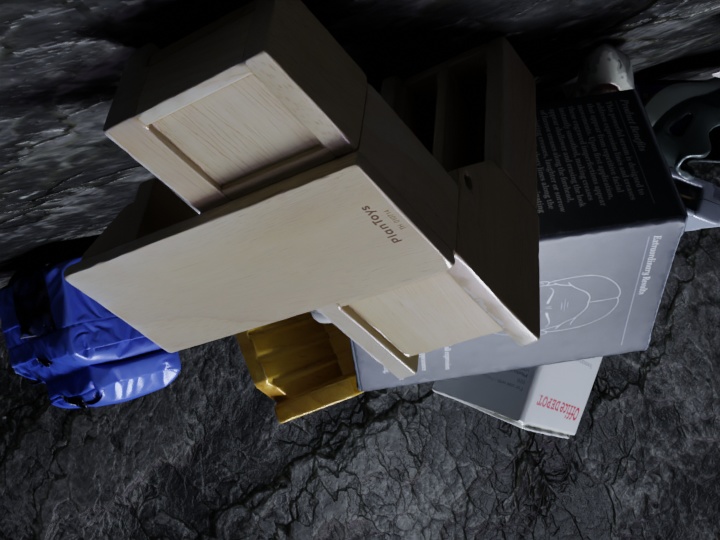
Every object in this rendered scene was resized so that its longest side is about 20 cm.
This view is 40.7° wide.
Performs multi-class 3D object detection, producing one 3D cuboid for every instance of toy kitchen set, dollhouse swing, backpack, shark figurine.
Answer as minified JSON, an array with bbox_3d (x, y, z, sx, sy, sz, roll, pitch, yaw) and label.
[{"bbox_3d":[-0.032,-0.064,0.470,0.163,0.181,0.200,-18,137,31],"label":"toy kitchen set"},{"bbox_3d":[0.000,0.000,0.852,0.176,0.200,0.182,-22,176,25],"label":"dollhouse swing"},{"bbox_3d":[-0.291,0.059,1.024,0.162,0.168,0.200,-4,176,-42],"label":"backpack"},{"bbox_3d":[0.132,-0.101,0.727,0.128,0.090,0.214,28,143,-33],"label":"shark figurine"}]

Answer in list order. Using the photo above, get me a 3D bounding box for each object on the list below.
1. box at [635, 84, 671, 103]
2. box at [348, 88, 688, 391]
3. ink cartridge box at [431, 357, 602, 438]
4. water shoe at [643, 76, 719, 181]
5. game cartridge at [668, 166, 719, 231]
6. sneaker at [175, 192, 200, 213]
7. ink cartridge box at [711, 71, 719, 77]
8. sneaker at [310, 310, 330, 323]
[{"bbox_3d":[0.250,-0.141,0.937,0.137,0.039,0.200,-16,178,40],"label":"box"},{"bbox_3d":[0.084,-0.015,0.619,0.200,0.107,0.148,-8,144,0],"label":"box"},{"bbox_3d":[0.152,0.029,0.802,0.087,0.200,0.145,16,176,31],"label":"ink cartridge box"},{"bbox_3d":[0.318,-0.125,0.813,0.200,0.079,0.072,-22,150,-22],"label":"water shoe"},{"bbox_3d":[0.205,-0.075,0.842,0.200,0.040,0.133,18,177,-14],"label":"game cartridge"},{"bbox_3d":[-0.067,-0.058,0.606,0.088,0.075,0.200,-34,-176,-5],"label":"sneaker"},{"bbox_3d":[0.339,-0.169,0.664,0.161,0.050,0.200,-15,175,35],"label":"ink cartridge box"},{"bbox_3d":[0.041,0.037,0.778,0.200,0.099,0.078,-5,-176,-44],"label":"sneaker"}]
